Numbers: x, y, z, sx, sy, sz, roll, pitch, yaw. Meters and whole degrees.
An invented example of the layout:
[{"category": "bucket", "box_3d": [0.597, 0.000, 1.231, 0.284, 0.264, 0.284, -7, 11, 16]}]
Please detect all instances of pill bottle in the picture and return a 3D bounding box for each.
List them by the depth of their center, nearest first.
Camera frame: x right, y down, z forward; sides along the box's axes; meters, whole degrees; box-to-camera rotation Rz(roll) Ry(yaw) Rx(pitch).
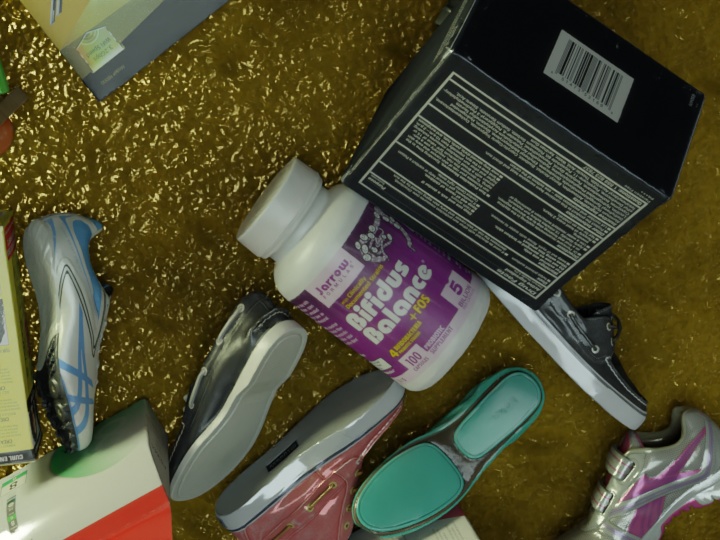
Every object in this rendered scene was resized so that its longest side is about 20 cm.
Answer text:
[{"category": "pill bottle", "box_3d": [0.000, 0.000, 1.334, 0.199, 0.112, 0.113, 36, 98, -11]}]

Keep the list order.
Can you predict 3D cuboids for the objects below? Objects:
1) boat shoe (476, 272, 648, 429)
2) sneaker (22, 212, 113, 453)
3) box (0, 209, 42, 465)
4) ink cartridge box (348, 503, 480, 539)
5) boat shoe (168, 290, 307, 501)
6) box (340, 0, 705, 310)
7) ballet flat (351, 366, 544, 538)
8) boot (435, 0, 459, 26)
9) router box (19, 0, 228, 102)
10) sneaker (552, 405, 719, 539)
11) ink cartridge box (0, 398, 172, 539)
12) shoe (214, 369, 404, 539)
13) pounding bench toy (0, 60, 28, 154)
[{"category": "boat shoe", "box_3d": [0.186, 0.048, 1.385, 0.066, 0.070, 0.200, -43, 94, 7]}, {"category": "sneaker", "box_3d": [-0.236, 0.052, 1.350, 0.072, 0.072, 0.202, -8, 100, -29]}, {"category": "box", "box_3d": [-0.303, 0.056, 1.348, 0.050, 0.075, 0.202, -6, 102, -4]}, {"category": "ink cartridge box", "box_3d": [0.019, 0.286, 1.375, 0.199, 0.146, 0.085, -28, 111, -2]}, {"category": "boat shoe", "box_3d": [-0.117, 0.108, 1.378, 0.060, 0.074, 0.201, 45, 119, 28]}, {"category": "box", "box_3d": [0.122, -0.103, 1.263, 0.199, 0.124, 0.198, 33, 143, -9]}, {"category": "ballet flat", "box_3d": [0.078, 0.160, 1.393, 0.200, 0.070, 0.067, -40, 82, -6]}, {"category": "boot", "box_3d": [0.177, -0.248, 1.318, 0.164, 0.066, 0.201, 29, 95, -12]}, {"category": "router box", "box_3d": [-0.178, -0.258, 1.292, 0.199, 0.052, 0.158, -37, 103, 5]}, {"category": "sneaker", "box_3d": [0.239, 0.188, 1.417, 0.199, 0.081, 0.089, -36, 99, -2]}, {"category": "ink cartridge box", "box_3d": [-0.232, 0.197, 1.319, 0.160, 0.200, 0.050, -29, 109, 3]}, {"category": "shoe", "box_3d": [-0.024, 0.176, 1.400, 0.200, 0.072, 0.091, -40, 112, 5]}, {"category": "pounding bench toy", "box_3d": [-0.328, -0.151, 1.258, 0.200, 0.124, 0.156, -40, 103, 14]}]
